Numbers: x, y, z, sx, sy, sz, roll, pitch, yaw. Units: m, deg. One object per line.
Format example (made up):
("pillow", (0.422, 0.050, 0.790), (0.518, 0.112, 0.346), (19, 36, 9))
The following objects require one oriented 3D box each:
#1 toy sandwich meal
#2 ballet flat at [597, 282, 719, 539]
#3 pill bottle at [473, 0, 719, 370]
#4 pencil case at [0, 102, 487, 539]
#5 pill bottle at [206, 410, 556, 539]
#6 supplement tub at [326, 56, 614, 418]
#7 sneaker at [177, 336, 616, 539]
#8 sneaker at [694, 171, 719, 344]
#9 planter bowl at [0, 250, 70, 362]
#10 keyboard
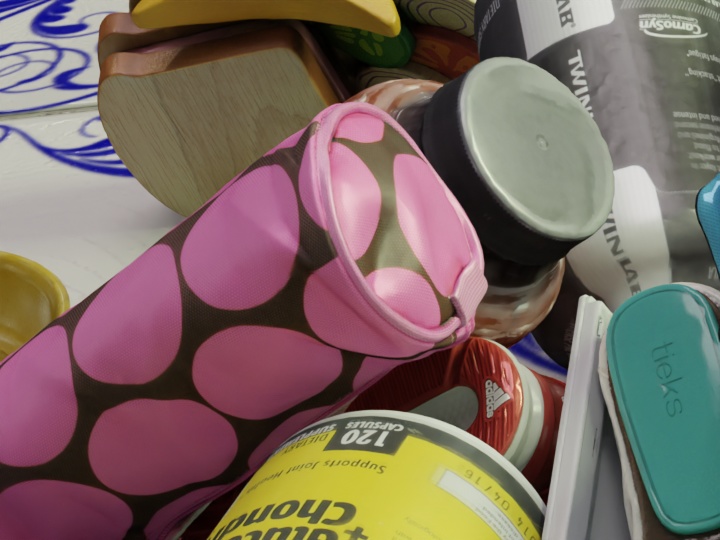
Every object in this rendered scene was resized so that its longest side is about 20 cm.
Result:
("toy sandwich meal", (-0.025, -0.088, 1.314), (0.205, 0.205, 0.070), (-2, 56, 21))
("ballet flat", (0.114, 0.098, 0.903), (0.069, 0.069, 0.200), (-8, 57, 6))
("pill bottle", (0.107, -0.030, 1.100), (0.106, 0.106, 0.200), (-10, 55, 3))
("pencil case", (-0.047, 0.033, 0.958), (0.200, 0.094, 0.091), (-37, 7, 32))
("pill bottle", (-0.016, 0.132, 0.853), (0.112, 0.112, 0.200), (-1, 25, 22))
("supplement tub", (0.000, 0.000, 1.048), (0.200, 0.107, 0.107), (-36, 4, 41))
("sneaker", (0.017, 0.089, 1.016), (0.115, 0.078, 0.200), (23, -29, -38))
("sneaker", (0.138, 0.045, 0.852), (0.073, 0.082, 0.200), (-40, 30, 21))
("planter bowl", (-0.200, 0.069, 1.114), (0.200, 0.084, 0.200), (-9, 24, 4))
("keyboard", (0.074, 0.093, 0.907), (0.011, 0.056, 0.200), (-18, 36, 27))
